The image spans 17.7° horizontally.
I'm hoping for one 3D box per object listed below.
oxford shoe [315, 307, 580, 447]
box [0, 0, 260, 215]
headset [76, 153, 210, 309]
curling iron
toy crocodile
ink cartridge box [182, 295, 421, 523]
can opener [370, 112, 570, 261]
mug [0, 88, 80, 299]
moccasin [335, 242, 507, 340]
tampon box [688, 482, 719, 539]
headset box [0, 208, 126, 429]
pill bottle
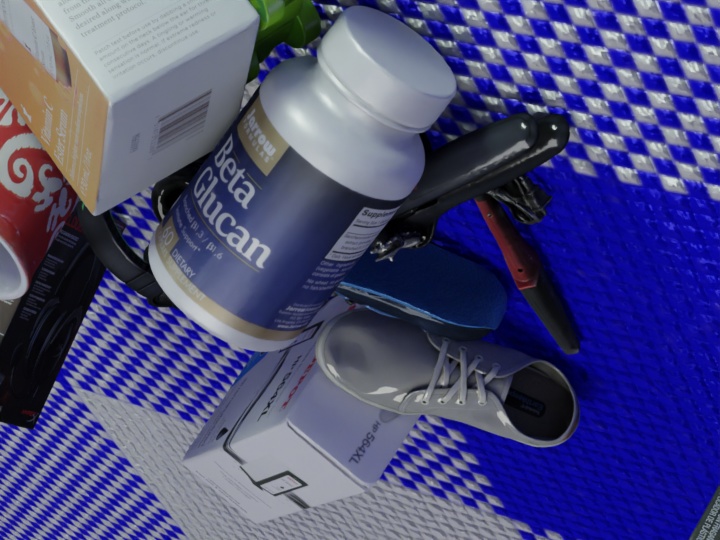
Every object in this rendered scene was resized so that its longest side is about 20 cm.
[{"bbox_3d":[0.067,0.073,1.610,0.200,0.075,0.058,19,173,-12],"label":"oxford shoe"},{"bbox_3d":[-0.164,-0.162,1.365,0.200,0.106,0.152,52,159,15],"label":"box"},{"bbox_3d":[-0.105,-0.030,1.623,0.200,0.124,0.094,32,139,-34],"label":"headset"},{"bbox_3d":[0.114,0.000,1.510,0.050,0.026,0.200,21,153,30],"label":"curling iron"},{"bbox_3d":[-0.058,-0.164,1.364,0.062,0.067,0.200,51,156,7],"label":"toy crocodile"},{"bbox_3d":[-0.029,0.097,1.711,0.084,0.146,0.200,40,153,-12],"label":"ink cartridge box"},{"bbox_3d":[0.048,-0.057,1.423,0.200,0.063,0.079,-21,85,52],"label":"can opener"},{"bbox_3d":[-0.232,-0.097,1.531,0.133,0.200,0.177,41,154,-20],"label":"mug"},{"bbox_3d":[0.000,0.000,1.582,0.200,0.080,0.068,32,159,3],"label":"moccasin"},{"bbox_3d":[0.324,0.179,1.446,0.200,0.150,0.126,23,154,20],"label":"tampon box"},{"bbox_3d":[-0.260,0.011,1.754,0.077,0.200,0.149,25,176,13],"label":"headset box"},{"bbox_3d":[-0.032,-0.057,1.385,0.111,0.111,0.200,35,115,-6],"label":"pill bottle"}]
